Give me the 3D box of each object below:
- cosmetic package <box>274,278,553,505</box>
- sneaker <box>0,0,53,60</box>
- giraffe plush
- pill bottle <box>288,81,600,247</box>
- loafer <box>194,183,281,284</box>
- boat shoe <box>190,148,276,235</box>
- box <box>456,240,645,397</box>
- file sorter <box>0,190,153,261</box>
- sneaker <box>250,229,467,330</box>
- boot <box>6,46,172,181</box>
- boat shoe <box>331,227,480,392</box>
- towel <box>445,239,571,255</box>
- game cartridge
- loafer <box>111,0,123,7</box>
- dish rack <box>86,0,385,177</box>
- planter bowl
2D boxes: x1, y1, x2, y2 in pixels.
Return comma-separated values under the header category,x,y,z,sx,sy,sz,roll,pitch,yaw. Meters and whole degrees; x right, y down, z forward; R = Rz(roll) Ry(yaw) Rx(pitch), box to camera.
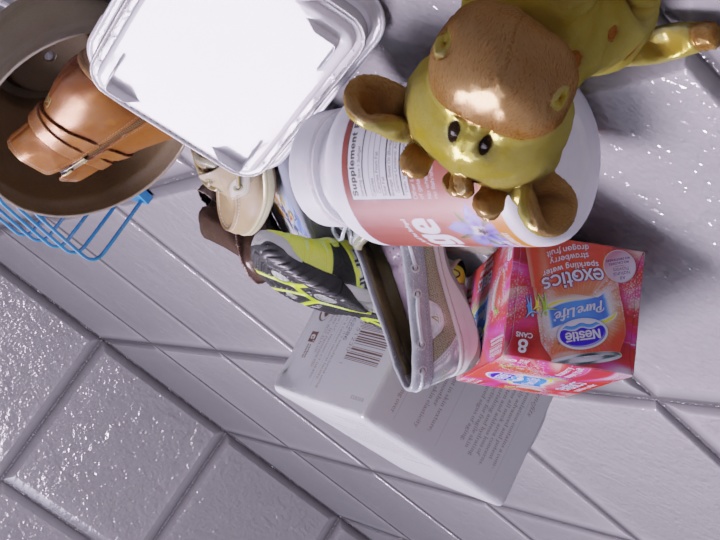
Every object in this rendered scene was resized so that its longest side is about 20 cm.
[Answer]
category,x,y,z,sx,sy,sz,roll,pitch,yaw
cosmetic package,0.061,0.101,1.194,0.200,0.168,0.166,36,164,-31
sneaker,-0.318,-0.196,1.255,0.200,0.082,0.075,42,161,-25
giraffe plush,0.077,-0.117,0.606,0.172,0.162,0.200,23,160,30
pill bottle,0.050,-0.072,0.818,0.200,0.112,0.112,2,145,43
loafer,-0.117,-0.039,1.188,0.073,0.071,0.200,62,-179,-30
boat shoe,-0.109,-0.099,0.999,0.072,0.065,0.200,59,154,29
box,0.142,0.041,0.957,0.099,0.096,0.200,9,169,-4
file sorter,-0.400,-0.106,1.586,0.200,0.123,0.139,16,155,46
sneaker,0.000,0.000,1.003,0.200,0.077,0.075,21,167,-28
boot,-0.189,-0.125,1.046,0.200,0.155,0.074,29,-154,-49
boat shoe,0.024,-0.008,0.935,0.074,0.065,0.203,-25,85,55
towel,0.066,-0.060,0.987,0.200,0.035,0.133,6,148,46
game cartridge,-0.049,-0.054,1.082,0.200,0.041,0.133,89,159,-67
loafer,-0.137,-0.207,0.948,0.072,0.073,0.200,61,-172,35
dish rack,-0.097,-0.154,0.860,0.171,0.044,0.200,32,133,-14
planter bowl,-0.266,-0.168,1.100,0.135,0.200,0.200,55,178,35
